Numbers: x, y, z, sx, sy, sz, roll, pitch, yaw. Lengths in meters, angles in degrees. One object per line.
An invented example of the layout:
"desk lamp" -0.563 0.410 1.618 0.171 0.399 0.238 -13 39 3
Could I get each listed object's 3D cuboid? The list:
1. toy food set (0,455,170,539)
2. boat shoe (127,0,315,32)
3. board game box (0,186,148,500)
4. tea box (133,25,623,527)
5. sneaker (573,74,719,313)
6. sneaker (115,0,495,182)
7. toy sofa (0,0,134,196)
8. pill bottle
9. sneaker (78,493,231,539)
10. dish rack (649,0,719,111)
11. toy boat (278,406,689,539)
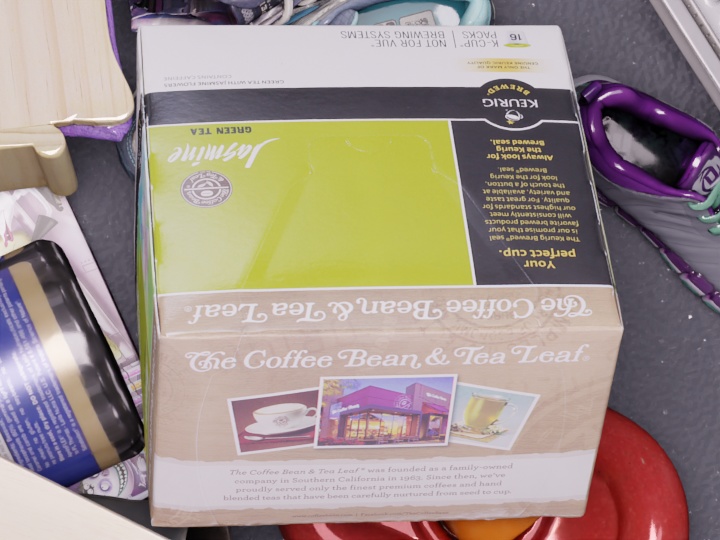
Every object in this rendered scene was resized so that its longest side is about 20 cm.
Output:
"toy food set" -0.152 0.159 1.283 0.200 0.060 0.144 26 91 -3
"boat shoe" -0.022 -0.151 1.387 0.200 0.075 0.093 1 58 19
"board game box" -0.176 0.034 1.424 0.120 0.032 0.200 -25 92 -2
"tea box" 0.000 0.000 1.323 0.200 0.134 0.197 0 46 -6
"sneaker" 0.177 -0.026 1.433 0.200 0.088 0.074 31 86 -5
"sneaker" -0.027 -0.099 1.413 0.200 0.086 0.078 -26 92 -6
"toy sofa" -0.163 -0.139 1.384 0.097 0.083 0.200 -7 78 -4
"pill bottle" -0.209 0.073 1.351 0.200 0.112 0.112 -24 92 -4
"sneaker" -0.119 0.192 1.333 0.106 0.075 0.200 -9 65 26
"dish rack" 0.236 -0.134 1.441 0.200 0.044 0.172 -34 94 -26
"toy boat" 0.062 0.109 1.396 0.200 0.131 0.131 23 87 -5
